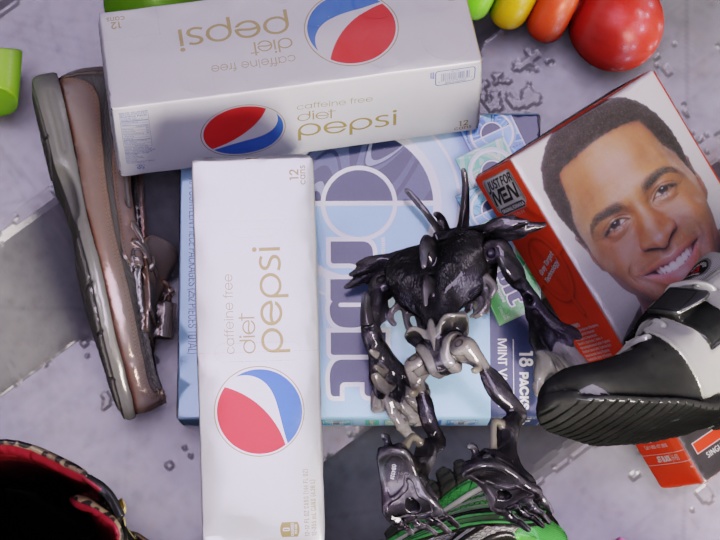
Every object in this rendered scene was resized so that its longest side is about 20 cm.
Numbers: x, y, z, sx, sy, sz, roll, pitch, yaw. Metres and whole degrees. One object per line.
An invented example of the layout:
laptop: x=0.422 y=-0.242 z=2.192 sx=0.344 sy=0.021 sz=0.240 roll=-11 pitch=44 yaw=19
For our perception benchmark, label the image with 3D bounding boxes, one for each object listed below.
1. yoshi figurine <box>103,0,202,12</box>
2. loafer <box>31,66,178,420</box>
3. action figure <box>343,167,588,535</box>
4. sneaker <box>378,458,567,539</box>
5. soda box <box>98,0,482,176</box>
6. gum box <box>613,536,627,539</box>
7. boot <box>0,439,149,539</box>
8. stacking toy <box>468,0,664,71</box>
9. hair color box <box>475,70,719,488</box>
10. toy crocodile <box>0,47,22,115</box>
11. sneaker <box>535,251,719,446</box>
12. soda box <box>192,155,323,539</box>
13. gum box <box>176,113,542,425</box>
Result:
yoshi figurine: x=-0.118 y=-0.204 z=1.396 sx=0.112 sy=0.112 sz=0.200 roll=-25 pitch=83 yaw=12
loafer: x=-0.129 y=-0.020 z=1.379 sx=0.063 sy=0.072 sz=0.200 roll=-14 pitch=77 yaw=-10
action figure: x=0.052 y=0.048 z=1.306 sx=0.119 sy=0.102 sz=0.200 roll=-13 pitch=47 yaw=17
sneaker: x=0.023 y=0.178 z=1.308 sx=0.200 sy=0.085 sz=0.078 roll=-40 pitch=127 yaw=-16
soda box: x=-0.037 y=-0.107 z=1.352 sx=0.200 sy=0.064 sz=0.068 roll=-8 pitch=57 yaw=-5
gum box: x=0.193 y=0.241 z=1.331 sx=0.200 sy=0.066 sz=0.114 roll=29 pitch=81 yaw=5
boot: x=-0.128 y=0.161 z=1.297 sx=0.200 sy=0.151 sz=0.073 roll=37 pitch=77 yaw=12
stacking toy: x=0.077 y=-0.171 z=1.401 sx=0.200 sy=0.085 sz=0.085 roll=23 pitch=81 yaw=-1
hair color box: x=0.160 y=0.006 z=1.349 sx=0.101 sy=0.061 sz=0.200 roll=-33 pitch=92 yaw=-18
toy crocodile: x=-0.284 y=-0.122 z=1.397 sx=0.200 sy=0.062 sz=0.068 roll=17 pitch=80 yaw=3
sneaker: x=0.166 y=0.038 z=1.278 sx=0.200 sy=0.074 sz=0.089 roll=-5 pitch=74 yaw=-33
soda box: x=-0.053 y=0.042 z=1.310 sx=0.064 sy=0.068 sz=0.200 roll=-2 pitch=90 yaw=-1
gum box: x=0.000 y=0.000 z=1.384 sx=0.200 sy=0.045 sz=0.170 roll=-1 pitch=81 yaw=1
